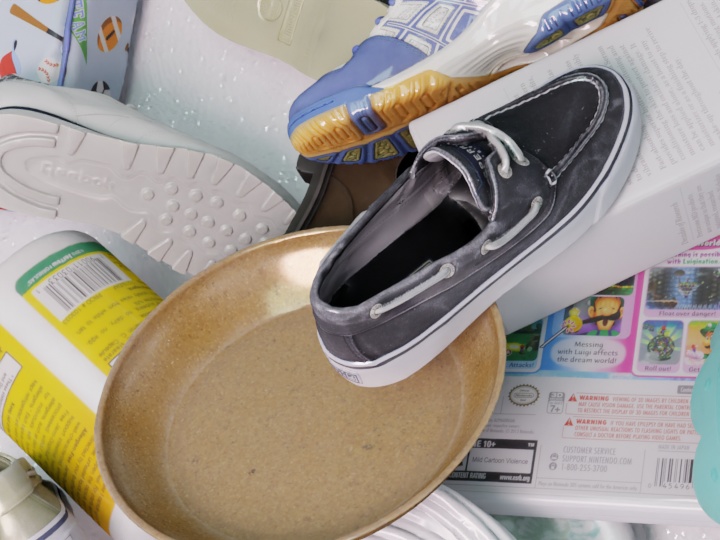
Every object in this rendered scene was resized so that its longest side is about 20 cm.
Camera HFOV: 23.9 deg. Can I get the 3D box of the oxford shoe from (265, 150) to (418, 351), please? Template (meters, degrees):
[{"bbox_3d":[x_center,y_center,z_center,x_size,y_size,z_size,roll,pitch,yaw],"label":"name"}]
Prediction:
[{"bbox_3d":[0.000,0.000,0.902,0.084,0.073,0.202,6,67,17],"label":"oxford shoe"}]

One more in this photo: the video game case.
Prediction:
[{"bbox_3d":[0.132,0.038,0.853,0.198,0.024,0.183,0,59,22],"label":"video game case"}]

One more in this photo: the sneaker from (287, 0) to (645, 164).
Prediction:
[{"bbox_3d":[0.045,-0.128,0.878,0.199,0.075,0.089,-27,73,5],"label":"sneaker"}]

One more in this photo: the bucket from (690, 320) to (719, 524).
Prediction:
[{"bbox_3d":[0.252,0.053,0.728,0.205,0.135,0.209,3,64,-6],"label":"bucket"}]

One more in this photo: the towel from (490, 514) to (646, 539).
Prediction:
[{"bbox_3d":[0.071,0.194,0.856,0.170,0.048,0.202,-20,71,17],"label":"towel"}]

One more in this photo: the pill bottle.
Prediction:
[{"bbox_3d":[-0.118,0.080,0.918,0.200,0.113,0.113,40,93,18],"label":"pill bottle"}]

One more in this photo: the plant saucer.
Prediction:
[{"bbox_3d":[-0.025,0.062,0.798,0.198,0.036,0.201,-11,43,11],"label":"plant saucer"}]

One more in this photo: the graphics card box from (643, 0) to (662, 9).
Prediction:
[{"bbox_3d":[0.106,-0.204,0.934,0.124,0.051,0.202,-12,72,19],"label":"graphics card box"}]

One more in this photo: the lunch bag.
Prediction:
[{"bbox_3d":[-0.221,-0.139,1.037,0.159,0.075,0.202,6,81,25],"label":"lunch bag"}]

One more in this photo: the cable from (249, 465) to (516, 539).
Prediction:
[{"bbox_3d":[0.003,0.194,0.804,0.199,0.069,0.201,29,90,12],"label":"cable"}]

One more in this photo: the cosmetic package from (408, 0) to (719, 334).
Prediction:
[{"bbox_3d":[0.136,-0.062,0.853,0.199,0.071,0.102,-25,58,5],"label":"cosmetic package"}]

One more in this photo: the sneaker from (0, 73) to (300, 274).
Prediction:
[{"bbox_3d":[-0.118,-0.057,0.947,0.199,0.081,0.077,22,115,-16],"label":"sneaker"}]

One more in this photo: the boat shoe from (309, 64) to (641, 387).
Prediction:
[{"bbox_3d":[0.053,-0.035,0.777,0.200,0.068,0.072,-41,55,-15],"label":"boat shoe"}]

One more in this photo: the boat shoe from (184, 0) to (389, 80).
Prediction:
[{"bbox_3d":[-0.035,-0.157,0.975,0.201,0.063,0.074,35,112,25],"label":"boat shoe"}]

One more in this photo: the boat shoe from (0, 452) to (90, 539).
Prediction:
[{"bbox_3d":[-0.190,0.124,0.908,0.072,0.200,0.062,-31,99,-22],"label":"boat shoe"}]
